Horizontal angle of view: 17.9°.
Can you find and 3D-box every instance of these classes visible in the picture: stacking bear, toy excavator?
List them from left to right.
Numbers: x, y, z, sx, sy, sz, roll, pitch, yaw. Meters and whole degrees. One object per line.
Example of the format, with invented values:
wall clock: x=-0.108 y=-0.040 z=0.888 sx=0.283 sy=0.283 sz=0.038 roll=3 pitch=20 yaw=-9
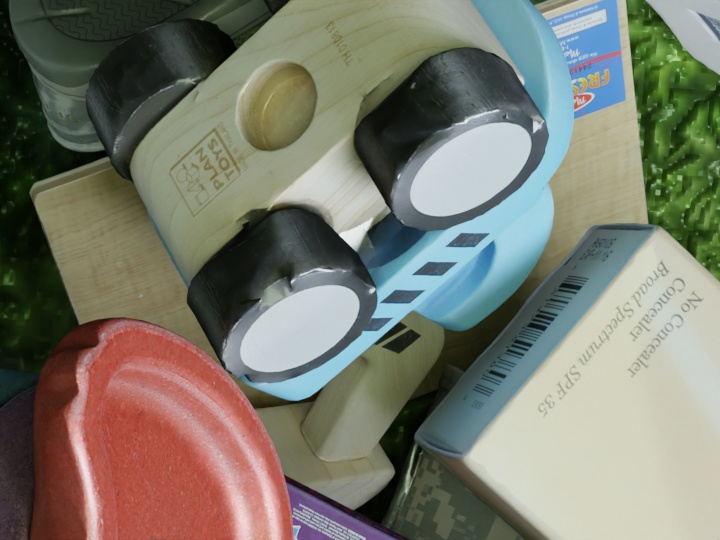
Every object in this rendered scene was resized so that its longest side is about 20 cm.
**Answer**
stacking bear: x=-0.130 y=0.080 z=0.634 sx=0.199 sy=0.114 sz=0.122 roll=-2 pitch=80 yaw=29
toy excavator: x=0.000 y=0.000 z=0.695 sx=0.194 sy=0.200 sz=0.100 roll=-41 pitch=58 yaw=15

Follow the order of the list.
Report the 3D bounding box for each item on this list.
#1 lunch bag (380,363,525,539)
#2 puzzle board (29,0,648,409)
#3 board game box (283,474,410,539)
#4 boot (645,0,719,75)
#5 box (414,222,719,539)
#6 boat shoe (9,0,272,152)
lunch bag: x=0.089 y=0.140 z=0.790 sx=0.199 sy=0.118 sz=0.165 roll=20 pitch=91 yaw=-6
puzzle board: x=0.002 y=-0.009 z=0.767 sx=0.199 sy=0.017 sz=0.151 roll=-21 pitch=135 yaw=-7
board game box: x=0.024 y=0.149 z=0.655 sx=0.199 sy=0.032 sz=0.120 roll=27 pitch=88 yaw=9
boot: x=0.130 y=-0.122 z=0.736 sx=0.072 sy=0.200 sz=0.091 roll=25 pitch=88 yaw=20
box: x=0.123 y=0.085 z=0.695 sx=0.200 sy=0.078 sz=0.095 roll=41 pitch=85 yaw=-8
boat shoe: x=-0.011 y=-0.099 z=0.707 sx=0.201 sy=0.065 sz=0.075 roll=-29 pitch=62 yaw=-13
